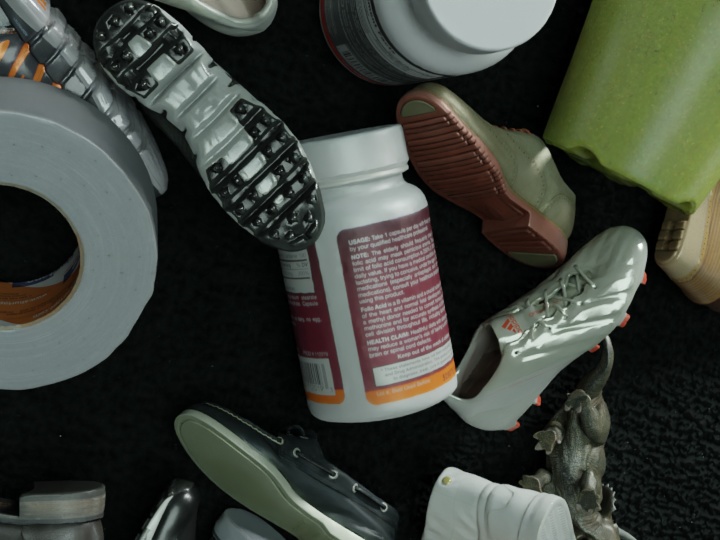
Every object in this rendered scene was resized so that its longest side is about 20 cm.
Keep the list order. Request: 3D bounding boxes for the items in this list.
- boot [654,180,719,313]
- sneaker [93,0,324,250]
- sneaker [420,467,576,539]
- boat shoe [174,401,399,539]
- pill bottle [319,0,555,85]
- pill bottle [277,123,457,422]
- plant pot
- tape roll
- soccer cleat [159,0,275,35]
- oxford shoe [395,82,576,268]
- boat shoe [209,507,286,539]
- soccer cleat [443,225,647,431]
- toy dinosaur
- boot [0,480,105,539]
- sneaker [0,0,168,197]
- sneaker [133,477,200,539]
[{"bbox_3d":[0.335,-0.055,1.054,0.166,0.072,0.200,25,85,-30],"label":"boot"},{"bbox_3d":[-0.095,-0.097,0.850,0.066,0.091,0.200,-42,92,2],"label":"sneaker"},{"bbox_3d":[0.111,0.226,0.994,0.074,0.116,0.200,-52,143,-34],"label":"sneaker"},{"bbox_3d":[-0.047,0.151,0.937,0.199,0.075,0.066,37,54,-9],"label":"boat shoe"},{"bbox_3d":[0.051,-0.191,0.867,0.116,0.200,0.116,-2,95,-18],"label":"pill bottle"},{"bbox_3d":[0.000,0.000,0.913,0.114,0.114,0.200,-12,99,-17],"label":"pill bottle"},{"bbox_3d":[0.237,-0.151,0.951,0.200,0.200,0.184,25,98,-18],"label":"plant pot"},{"bbox_3d":[-0.234,-0.022,0.822,0.200,0.066,0.200,-4,117,-7],"label":"tape roll"},{"bbox_3d":[-0.148,-0.219,0.856,0.200,0.078,0.069,21,89,-17],"label":"soccer cleat"},{"bbox_3d":[0.099,-0.084,0.955,0.200,0.071,0.074,45,59,-37],"label":"oxford shoe"},{"bbox_3d":[-0.053,0.240,0.879,0.069,0.200,0.057,26,96,-37],"label":"boat shoe"},{"bbox_3d":[0.140,0.042,0.962,0.078,0.069,0.200,30,106,-33],"label":"soccer cleat"},{"bbox_3d":[0.173,0.142,1.004,0.077,0.102,0.200,-6,83,18],"label":"toy dinosaur"},{"bbox_3d":[-0.251,0.235,0.845,0.200,0.069,0.174,-3,90,3],"label":"boot"},{"bbox_3d":[-0.226,-0.110,0.859,0.112,0.078,0.200,-35,114,6],"label":"sneaker"},{"bbox_3d":[-0.135,0.250,0.904,0.088,0.076,0.200,19,97,0],"label":"sneaker"}]
